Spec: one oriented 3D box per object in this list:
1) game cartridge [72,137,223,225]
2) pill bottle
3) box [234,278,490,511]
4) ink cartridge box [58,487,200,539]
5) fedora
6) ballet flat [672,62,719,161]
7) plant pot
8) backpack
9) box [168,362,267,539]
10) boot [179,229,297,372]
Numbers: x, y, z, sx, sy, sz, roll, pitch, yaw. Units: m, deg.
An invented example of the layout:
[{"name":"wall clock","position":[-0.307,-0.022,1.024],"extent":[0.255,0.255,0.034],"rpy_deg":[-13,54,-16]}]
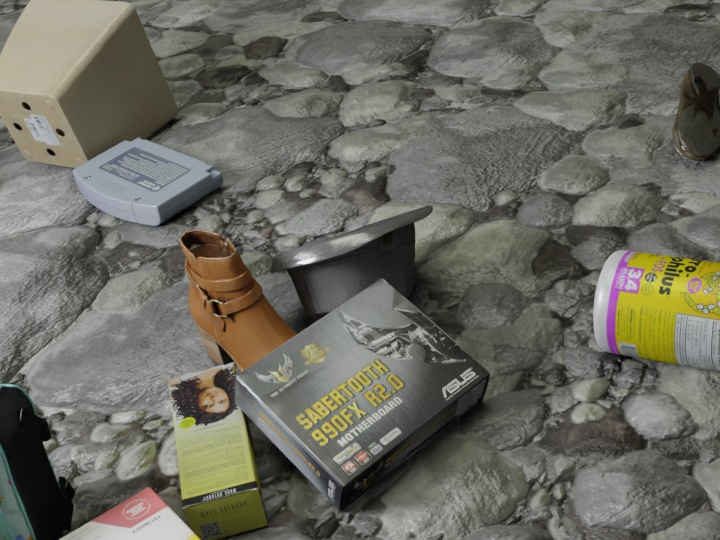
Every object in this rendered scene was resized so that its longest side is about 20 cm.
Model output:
[{"name":"game cartridge","position":[-0.297,-0.121,1.737],"extent":[0.199,0.042,0.133],"rpy_deg":[23,51,41]},{"name":"pill bottle","position":[0.335,0.043,1.239],"extent":[0.198,0.105,0.104],"rpy_deg":[9,38,27]},{"name":"box","position":[0.002,0.114,1.236],"extent":[0.199,0.049,0.158],"rpy_deg":[-32,60,-30]},{"name":"ink cartridge box","position":[-0.173,0.278,1.069],"extent":[0.116,0.068,0.199],"rpy_deg":[-29,35,-26]},{"name":"fedora","position":[0.000,0.000,1.390],"extent":[0.176,0.091,0.199],"rpy_deg":[-15,3,39]},{"name":"ballet flat","position":[0.428,-0.196,1.630],"extent":[0.067,0.047,0.201],"rpy_deg":[23,43,-5]},{"name":"plant pot","position":[-0.418,-0.260,1.851],"extent":[0.198,0.201,0.178],"rpy_deg":[11,50,30]},{"name":"backpack","position":[-0.382,0.210,1.141],"extent":[0.198,0.177,0.154],"rpy_deg":[-5,29,16]},{"name":"box","position":[-0.141,0.172,1.238],"extent":[0.074,0.051,0.201],"rpy_deg":[-15,34,-5]},{"name":"boot","position":[-0.111,0.045,1.321],"extent":[0.199,0.156,0.074],"rpy_deg":[16,41,35]}]
